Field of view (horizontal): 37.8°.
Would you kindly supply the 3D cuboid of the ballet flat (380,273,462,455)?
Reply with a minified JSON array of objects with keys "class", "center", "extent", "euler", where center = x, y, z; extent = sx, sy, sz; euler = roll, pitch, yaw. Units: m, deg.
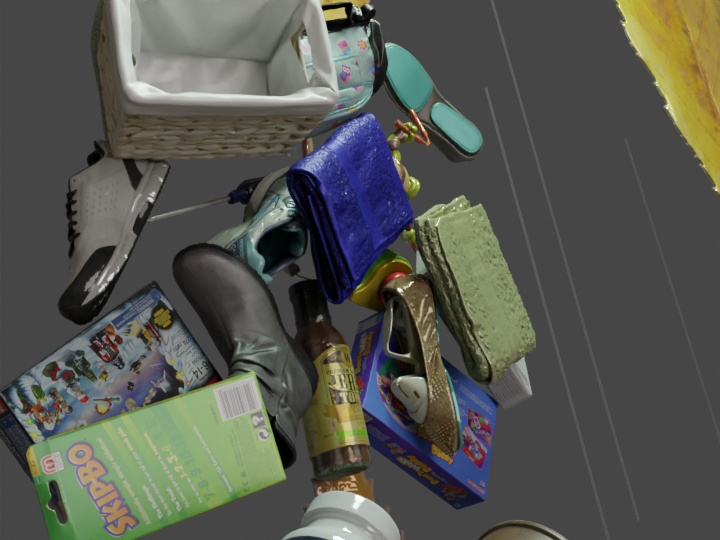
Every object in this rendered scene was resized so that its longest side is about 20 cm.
[{"class":"ballet flat","center":[0.058,0.101,1.122],"extent":[0.065,0.071,0.202],"euler":[-3,67,-21]}]

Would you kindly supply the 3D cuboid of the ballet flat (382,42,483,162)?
[{"class":"ballet flat","center":[0.081,-0.216,1.398],"extent":[0.200,0.064,0.068],"euler":[43,68,-18]}]

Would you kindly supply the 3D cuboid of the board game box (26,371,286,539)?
[{"class":"board game box","center":[-0.161,0.156,0.842],"extent":[0.199,0.030,0.096],"euler":[-16,87,-34]}]

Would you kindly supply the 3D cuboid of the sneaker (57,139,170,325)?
[{"class":"sneaker","center":[-0.239,-0.037,0.944],"extent":[0.080,0.074,0.201],"euler":[27,44,-16]}]

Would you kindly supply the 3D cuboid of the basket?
[{"class":"basket","center":[-0.138,-0.184,0.961],"extent":[0.198,0.123,0.137],"euler":[-3,71,-26]}]

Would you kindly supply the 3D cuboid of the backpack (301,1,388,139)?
[{"class":"backpack","center":[-0.076,-0.204,1.147],"extent":[0.199,0.166,0.128],"euler":[-26,91,-44]}]

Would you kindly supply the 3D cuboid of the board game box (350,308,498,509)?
[{"class":"board game box","center":[0.068,0.157,1.176],"extent":[0.200,0.045,0.135],"euler":[40,43,-25]}]

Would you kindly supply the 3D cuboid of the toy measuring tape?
[{"class":"toy measuring tape","center":[0.000,0.000,1.167],"extent":[0.199,0.073,0.074],"euler":[23,52,-42]}]

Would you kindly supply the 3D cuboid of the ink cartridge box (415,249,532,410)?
[{"class":"ink cartridge box","center":[0.138,0.046,1.288],"extent":[0.201,0.044,0.176],"euler":[56,16,-16]}]

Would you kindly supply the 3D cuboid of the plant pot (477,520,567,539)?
[{"class":"plant pot","center":[0.113,0.366,1.001],"extent":[0.197,0.200,0.202],"euler":[-11,76,-42]}]

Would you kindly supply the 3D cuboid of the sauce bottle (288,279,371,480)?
[{"class":"sauce bottle","center":[-0.037,0.108,1.073],"extent":[0.064,0.064,0.202],"euler":[5,65,-46]}]

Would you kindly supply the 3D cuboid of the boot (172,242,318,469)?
[{"class":"boot","center":[-0.109,0.075,0.958],"extent":[0.200,0.070,0.132],"euler":[50,22,-15]}]

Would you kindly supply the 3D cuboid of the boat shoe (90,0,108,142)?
[{"class":"boat shoe","center":[-0.223,-0.205,1.048],"extent":[0.062,0.074,0.202],"euler":[10,66,-50]}]

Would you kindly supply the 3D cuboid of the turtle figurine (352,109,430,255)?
[{"class":"turtle figurine","center":[0.033,-0.128,1.285],"extent":[0.161,0.064,0.202],"euler":[33,53,-57]}]

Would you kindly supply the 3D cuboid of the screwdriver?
[{"class":"screwdriver","center":[-0.145,-0.069,1.084],"extent":[0.029,0.028,0.200],"euler":[38,33,16]}]

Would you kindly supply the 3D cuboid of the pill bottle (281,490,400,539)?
[{"class":"pill bottle","center":[-0.040,0.299,0.917],"extent":[0.116,0.115,0.201],"euler":[48,41,-16]}]

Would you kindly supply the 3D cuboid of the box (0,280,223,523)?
[{"class":"box","center":[-0.208,0.114,0.900],"extent":[0.138,0.040,0.200],"euler":[57,39,-8]}]

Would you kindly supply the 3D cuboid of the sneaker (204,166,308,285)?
[{"class":"sneaker","center":[-0.079,-0.039,1.079],"extent":[0.200,0.086,0.078],"euler":[-56,129,-41]}]

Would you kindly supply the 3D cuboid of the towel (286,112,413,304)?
[{"class":"towel","center":[-0.003,-0.072,1.103],"extent":[0.200,0.049,0.149],"euler":[-51,129,-58]}]

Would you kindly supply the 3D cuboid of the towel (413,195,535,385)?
[{"class":"towel","center":[0.128,0.018,1.176],"extent":[0.148,0.036,0.202],"euler":[-24,90,-56]}]
